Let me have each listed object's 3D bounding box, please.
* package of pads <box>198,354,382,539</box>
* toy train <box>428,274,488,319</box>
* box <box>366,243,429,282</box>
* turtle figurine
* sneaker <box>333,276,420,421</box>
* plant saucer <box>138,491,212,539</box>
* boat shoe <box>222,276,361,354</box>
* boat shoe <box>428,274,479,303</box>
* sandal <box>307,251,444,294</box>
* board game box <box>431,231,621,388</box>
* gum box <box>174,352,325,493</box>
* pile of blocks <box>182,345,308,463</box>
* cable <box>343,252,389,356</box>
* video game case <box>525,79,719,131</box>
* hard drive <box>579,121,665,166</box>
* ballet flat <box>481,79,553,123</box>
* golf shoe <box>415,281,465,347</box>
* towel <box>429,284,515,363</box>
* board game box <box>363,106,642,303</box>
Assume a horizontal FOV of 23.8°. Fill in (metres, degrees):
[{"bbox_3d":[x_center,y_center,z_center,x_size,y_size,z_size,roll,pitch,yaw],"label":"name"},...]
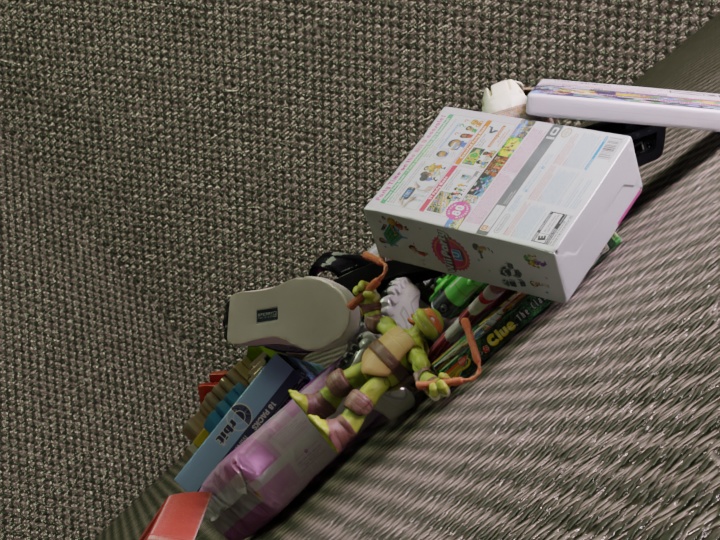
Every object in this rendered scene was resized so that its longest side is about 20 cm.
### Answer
[{"bbox_3d":[-0.063,0.171,1.672,0.200,0.076,0.120,-41,0,-36],"label":"package of pads"},{"bbox_3d":[0.134,-0.023,1.614,0.200,0.042,0.056,-47,4,27],"label":"toy train"},{"bbox_3d":[0.122,-0.039,2.126,0.199,0.131,0.200,-40,1,22],"label":"box"},{"bbox_3d":[0.015,0.079,1.517,0.161,0.200,0.065,-40,-43,-3],"label":"turtle figurine"},{"bbox_3d":[0.030,0.077,1.647,0.075,0.081,0.200,-53,6,31],"label":"sneaker"},{"bbox_3d":[-0.210,0.292,1.537,0.200,0.037,0.200,-56,4,5],"label":"plant saucer"},{"bbox_3d":[-0.045,0.047,1.707,0.092,0.076,0.199,7,-5,-40],"label":"boat shoe"},{"bbox_3d":[0.121,0.011,1.914,0.062,0.075,0.200,-47,0,-31],"label":"boat shoe"},{"bbox_3d":[0.001,0.000,1.770,0.199,0.049,0.075,-14,-13,32],"label":"sandal"},{"bbox_3d":[0.147,0.031,1.550,0.200,0.024,0.105,-41,-1,-2],"label":"board game box"},{"bbox_3d":[-0.103,0.173,1.835,0.170,0.044,0.200,-51,-13,3],"label":"gum box"},{"bbox_3d":[-0.133,0.119,1.824,0.200,0.062,0.082,-49,-14,-2],"label":"pile of blocks"},{"bbox_3d":[0.001,0.047,1.895,0.200,0.050,0.098,122,160,-49],"label":"cable"},{"bbox_3d":[0.266,-0.161,1.662,0.182,0.198,0.023,-45,-39,-75],"label":"video game case"},{"bbox_3d":[0.192,-0.106,1.686,0.198,0.043,0.135,-18,11,-10],"label":"hard drive"},{"bbox_3d":[0.151,-0.158,1.730,0.067,0.068,0.200,-15,4,13],"label":"ballet flat"},{"bbox_3d":[0.065,0.071,1.820,0.088,0.077,0.200,-56,-1,-15],"label":"golf shoe"},{"bbox_3d":[0.138,0.019,1.647,0.144,0.023,0.200,-38,-8,-40],"label":"towel"},{"bbox_3d":[0.125,-0.063,1.505,0.199,0.065,0.148,15,52,35],"label":"board game box"}]
